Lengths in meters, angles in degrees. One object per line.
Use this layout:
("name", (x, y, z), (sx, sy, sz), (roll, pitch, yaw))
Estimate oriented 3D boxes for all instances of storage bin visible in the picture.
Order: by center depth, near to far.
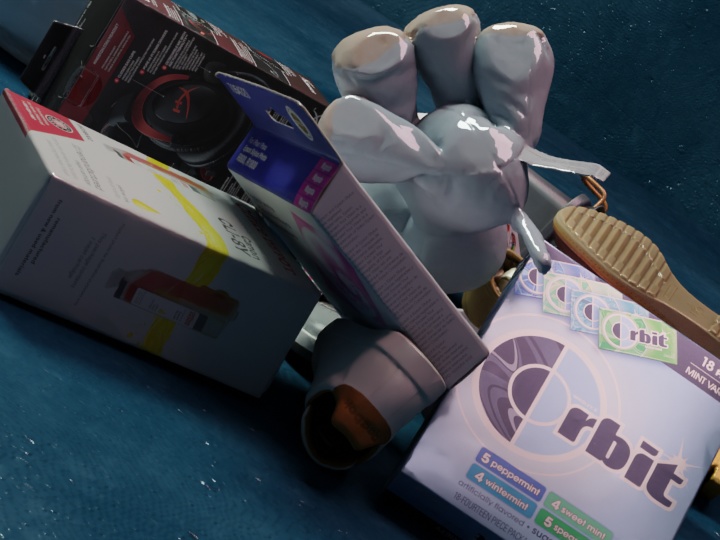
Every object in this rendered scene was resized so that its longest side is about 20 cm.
("storage bin", (0.131, -0.044, 1.869), (0.134, 0.146, 0.200), (43, -2, 13))

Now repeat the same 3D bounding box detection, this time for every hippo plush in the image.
("hippo plush", (0.067, -0.067, 1.412), (0.200, 0.159, 0.161), (28, -25, 14))

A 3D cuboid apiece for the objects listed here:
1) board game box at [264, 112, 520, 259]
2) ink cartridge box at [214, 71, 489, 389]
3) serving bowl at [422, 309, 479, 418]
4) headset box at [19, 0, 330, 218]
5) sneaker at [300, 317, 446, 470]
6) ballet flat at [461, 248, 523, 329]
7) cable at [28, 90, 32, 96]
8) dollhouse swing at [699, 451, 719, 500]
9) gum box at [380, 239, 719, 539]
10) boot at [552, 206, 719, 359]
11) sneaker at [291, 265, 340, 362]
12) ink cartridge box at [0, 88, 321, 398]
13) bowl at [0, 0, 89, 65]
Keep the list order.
("board game box", (0.018, -0.059, 1.630), (0.200, 0.126, 0.035), (6, 35, 22))
("ink cartridge box", (-0.021, -0.028, 1.351), (0.200, 0.043, 0.196), (51, -7, -19))
("serving bowl", (0.115, 0.112, 1.482), (0.200, 0.066, 0.200), (28, 19, -11))
("headset box", (-0.145, -0.111, 1.544), (0.200, 0.149, 0.075), (27, 13, -25))
("sneaker", (-0.013, 0.080, 1.349), (0.073, 0.085, 0.200), (47, -11, -4))
("ballet flat", (0.149, 0.057, 1.450), (0.200, 0.063, 0.069), (37, 47, 21))
("cable", (-0.183, -0.091, 1.670), (0.200, 0.050, 0.097), (24, 16, 13))
("dollhouse swing", (0.236, 0.118, 1.890), (0.200, 0.176, 0.182), (35, 54, 5))
("gum box", (0.134, 0.105, 1.359), (0.170, 0.200, 0.045), (34, -32, 0))
("boot", (0.201, 0.063, 1.711), (0.200, 0.166, 0.072), (41, 39, 12))
("sneaker", (0.000, 0.000, 1.547), (0.084, 0.121, 0.200), (31, 13, -8))
("ink cartridge box", (-0.142, -0.017, 1.342), (0.200, 0.083, 0.145), (25, 14, -30))
("bowl", (-0.254, -0.218, 1.819), (0.201, 0.090, 0.201), (32, 12, -8))
